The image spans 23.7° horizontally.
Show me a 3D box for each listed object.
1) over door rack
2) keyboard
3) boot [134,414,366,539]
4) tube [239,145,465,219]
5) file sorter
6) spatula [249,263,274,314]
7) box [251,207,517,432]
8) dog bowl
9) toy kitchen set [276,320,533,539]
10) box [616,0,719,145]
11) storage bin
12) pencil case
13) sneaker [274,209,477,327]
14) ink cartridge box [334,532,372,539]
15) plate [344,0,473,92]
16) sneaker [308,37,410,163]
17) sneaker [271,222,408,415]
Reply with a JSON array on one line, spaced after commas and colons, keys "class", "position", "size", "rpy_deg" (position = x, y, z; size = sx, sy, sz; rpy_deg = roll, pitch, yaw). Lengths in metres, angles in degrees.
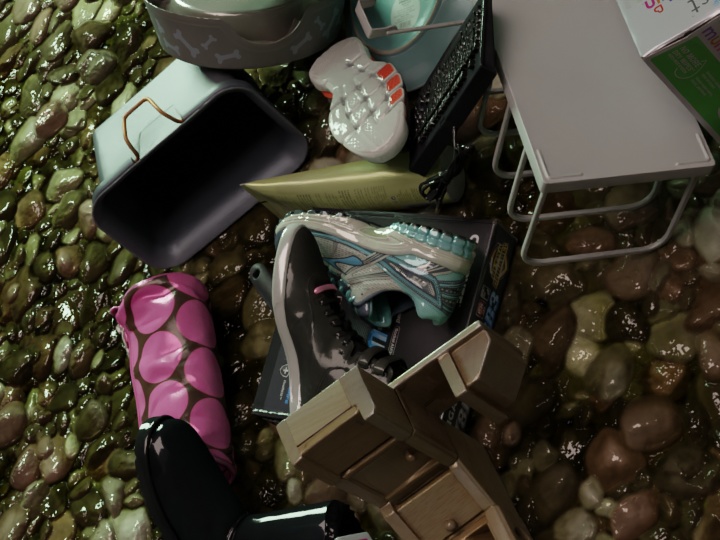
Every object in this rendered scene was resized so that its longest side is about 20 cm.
[{"class": "over door rack", "position": [0.108, -0.237, 1.431], "size": [0.148, 0.200, 0.067], "rpy_deg": [114, 152, -55]}, {"class": "keyboard", "position": [0.071, -0.128, 1.393], "size": [0.200, 0.021, 0.127], "rpy_deg": [123, 148, -65]}, {"class": "boot", "position": [-0.083, 0.202, 1.413], "size": [0.168, 0.076, 0.200], "rpy_deg": [-13, 98, 30]}, {"class": "tube", "position": [-0.006, -0.075, 1.542], "size": [0.200, 0.058, 0.052], "rpy_deg": [-8, 21, 28]}, {"class": "file sorter", "position": [0.173, -0.117, 1.379], "size": [0.139, 0.125, 0.200], "rpy_deg": [-7, 55, -13]}, {"class": "spatula", "position": [-0.050, 0.062, 1.475], "size": [0.057, 0.021, 0.200], "rpy_deg": [-49, 49, 16]}, {"class": "box", "position": [0.019, 0.048, 1.479], "size": [0.198, 0.050, 0.200], "rpy_deg": [5, 72, 37]}, {"class": "dog bowl", "position": [-0.108, -0.253, 1.641], "size": [0.200, 0.059, 0.200], "rpy_deg": [-3, 30, 2]}, {"class": "toy kitchen set", "position": [0.081, 0.163, 1.278], "size": [0.163, 0.200, 0.180], "rpy_deg": [-38, 52, 14]}, {"class": "box", "position": [0.272, -0.205, 1.328], "size": [0.097, 0.200, 0.177], "rpy_deg": [-29, 55, 21]}, {"class": "storage bin", "position": [-0.175, -0.128, 1.648], "size": [0.200, 0.146, 0.134], "rpy_deg": [-40, 41, 12]}, {"class": "pencil case", "position": [-0.171, 0.106, 1.557], "size": [0.094, 0.091, 0.200], "rpy_deg": [-10, 57, -5]}, {"class": "sneaker", "position": [0.000, 0.000, 1.436], "size": [0.200, 0.078, 0.086], "rpy_deg": [8, 82, 40]}, {"class": "ink cartridge box", "position": [-0.020, 0.315, 1.327], "size": [0.119, 0.042, 0.200], "rpy_deg": [52, 128, 34]}, {"class": "plate", "position": [0.041, -0.264, 1.585], "size": [0.200, 0.026, 0.200], "rpy_deg": [-14, 72, 48]}, {"class": "sneaker", "position": [0.016, -0.141, 1.531], "size": [0.077, 0.082, 0.200], "rpy_deg": [-34, 32, 9]}, {"class": "sneaker", "position": [-0.011, 0.056, 1.390], "size": [0.099, 0.071, 0.200], "rpy_deg": [-8, 89, 28]}]
